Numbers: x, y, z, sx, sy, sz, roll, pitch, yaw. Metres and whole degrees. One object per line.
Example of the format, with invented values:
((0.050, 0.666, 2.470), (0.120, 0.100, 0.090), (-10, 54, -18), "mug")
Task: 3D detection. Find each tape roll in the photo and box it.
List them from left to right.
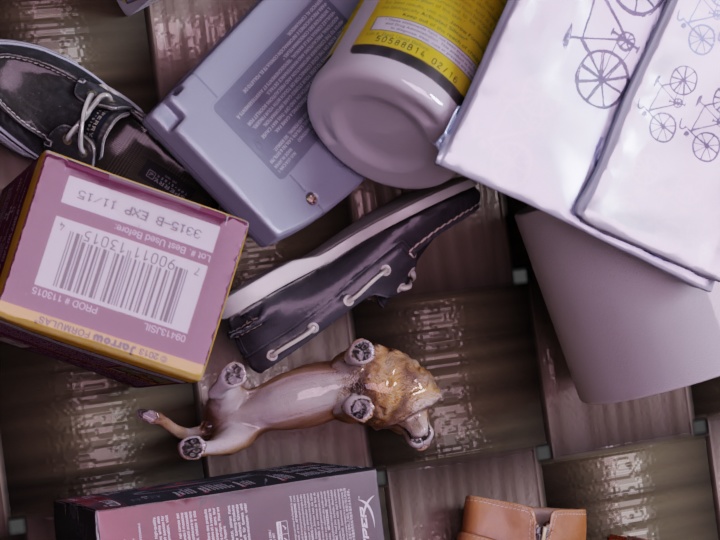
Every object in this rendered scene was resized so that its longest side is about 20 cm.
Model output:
((0.219, -0.007, 1.354), (0.202, 0.203, 0.139), (-20, 93, -18), "tape roll")

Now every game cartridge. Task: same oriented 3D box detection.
((-0.042, -0.111, 1.332), (0.133, 0.040, 0.200), (45, 54, -7), "game cartridge")

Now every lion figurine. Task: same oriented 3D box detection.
((-0.044, 0.088, 1.325), (0.200, 0.122, 0.073), (-4, 82, -2), "lion figurine")

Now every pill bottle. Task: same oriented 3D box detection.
((0.052, -0.160, 1.322), (0.111, 0.111, 0.200), (36, 57, -13), "pill bottle")

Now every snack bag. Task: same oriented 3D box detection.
((0.167, -0.111, 1.239), (0.200, 0.021, 0.189), (25, 84, -5), "snack bag")

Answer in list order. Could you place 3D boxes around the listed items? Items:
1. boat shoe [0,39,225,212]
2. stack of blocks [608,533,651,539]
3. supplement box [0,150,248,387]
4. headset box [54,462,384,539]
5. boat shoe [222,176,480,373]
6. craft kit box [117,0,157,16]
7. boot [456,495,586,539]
((-0.168, -0.092, 1.301), (0.200, 0.071, 0.072), (29, 78, -14), "boat shoe")
((0.203, 0.288, 1.374), (0.058, 0.115, 0.200), (12, 84, -17), "stack of blocks")
((-0.162, 0.005, 1.229), (0.131, 0.200, 0.103), (19, 80, -16), "supplement box")
((-0.101, 0.171, 1.266), (0.200, 0.149, 0.075), (-6, 88, -19), "headset box")
((0.000, 0.000, 1.350), (0.200, 0.074, 0.060), (-29, 95, -15), "boat shoe")
((-0.057, -0.241, 1.282), (0.200, 0.197, 0.049), (-31, 99, -17), "craft kit box")
((0.072, 0.230, 1.354), (0.200, 0.077, 0.156), (5, 87, -20), "boot")
